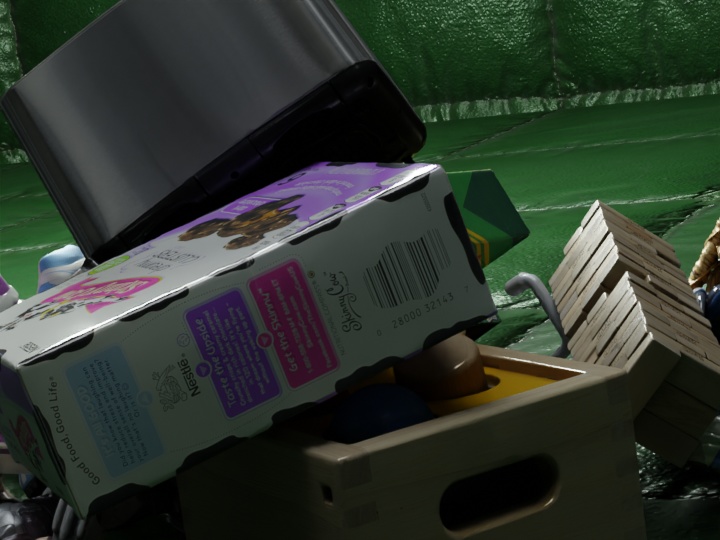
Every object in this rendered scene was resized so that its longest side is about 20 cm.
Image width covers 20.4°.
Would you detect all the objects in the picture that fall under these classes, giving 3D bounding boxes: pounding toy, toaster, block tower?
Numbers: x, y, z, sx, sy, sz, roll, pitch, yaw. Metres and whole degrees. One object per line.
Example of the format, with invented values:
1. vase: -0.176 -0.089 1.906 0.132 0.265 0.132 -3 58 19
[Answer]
1. pounding toy: 0.028 0.077 0.933 0.199 0.143 0.184 -14 12 -31
2. toaster: -0.076 -0.074 1.057 0.180 0.119 0.200 -36 -13 5
3. block tower: 0.141 0.030 1.026 0.058 0.054 0.200 30 18 -10

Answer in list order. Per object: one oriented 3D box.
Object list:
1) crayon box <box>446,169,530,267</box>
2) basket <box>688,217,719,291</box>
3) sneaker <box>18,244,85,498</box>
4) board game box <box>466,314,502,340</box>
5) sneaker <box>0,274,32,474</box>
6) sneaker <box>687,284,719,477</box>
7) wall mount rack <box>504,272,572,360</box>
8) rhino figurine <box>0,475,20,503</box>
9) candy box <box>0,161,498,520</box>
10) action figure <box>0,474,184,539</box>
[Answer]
1. crayon box: 0.000 0.000 1.124 0.127 0.051 0.200 -36 -12 25
2. basket: 0.286 -0.028 1.341 0.148 0.144 0.200 -6 9 5
3. sneaker: -0.164 0.062 1.138 0.072 0.073 0.200 -20 -30 -30
4. board game box: 0.013 0.054 1.204 0.104 0.024 0.200 -33 -11 16
5. sneaker: -0.168 0.042 1.022 0.199 0.115 0.073 -8 13 26
6. sneaker: 0.190 0.048 1.084 0.077 0.086 0.200 22 9 -12
7. wall mount rack: 0.030 0.078 1.130 0.199 0.075 0.174 -23 -17 -35
8. rhino figurine: -0.256 0.117 1.201 0.087 0.060 0.200 -17 15 -24
9. candy box: -0.065 0.023 0.888 0.199 0.072 0.168 -26 12 -17
10. action figure: -0.153 0.124 1.049 0.199 0.070 0.130 -20 20 -40
